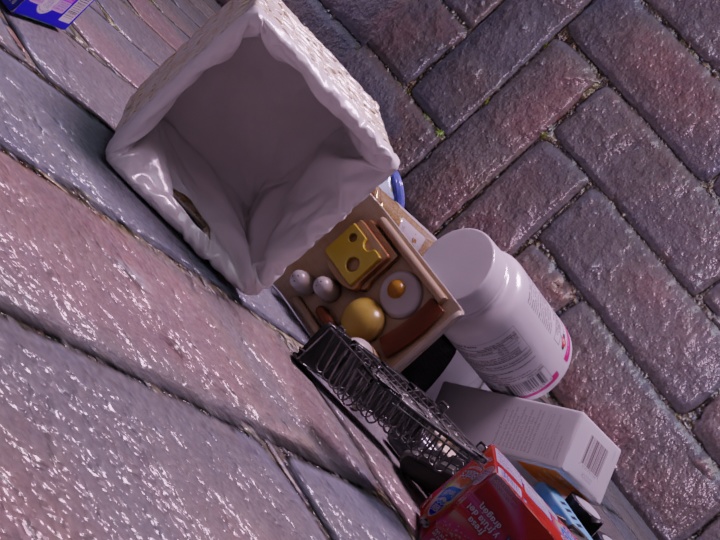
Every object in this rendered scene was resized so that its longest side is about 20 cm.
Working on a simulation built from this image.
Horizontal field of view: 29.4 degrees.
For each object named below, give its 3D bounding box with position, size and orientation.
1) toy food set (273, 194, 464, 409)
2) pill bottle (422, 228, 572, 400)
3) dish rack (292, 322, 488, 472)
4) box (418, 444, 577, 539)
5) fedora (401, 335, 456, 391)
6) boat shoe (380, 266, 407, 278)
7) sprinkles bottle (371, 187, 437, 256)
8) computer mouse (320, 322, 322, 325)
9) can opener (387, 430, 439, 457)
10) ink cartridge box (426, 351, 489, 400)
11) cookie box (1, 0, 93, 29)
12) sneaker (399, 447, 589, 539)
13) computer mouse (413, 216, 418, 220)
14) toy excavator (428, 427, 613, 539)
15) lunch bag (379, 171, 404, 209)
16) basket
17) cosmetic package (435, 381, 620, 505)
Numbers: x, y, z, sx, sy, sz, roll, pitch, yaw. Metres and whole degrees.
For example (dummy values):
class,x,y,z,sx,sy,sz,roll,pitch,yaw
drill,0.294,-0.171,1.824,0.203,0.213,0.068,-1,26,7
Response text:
class,x,y,z,sx,sy,sz,roll,pitch,yaw
toy food set,-0.003,0.023,1.386,0.201,0.143,0.060,53,10,30
pill bottle,0.147,0.049,1.510,0.200,0.113,0.114,49,4,-43
dish rack,0.029,0.120,1.227,0.153,0.055,0.200,36,1,-20
box,0.148,0.266,1.208,0.200,0.095,0.100,48,8,-4
fedora,0.051,0.079,1.556,0.202,0.091,0.201,55,2,-3
boat shoe,0.000,0.000,1.496,0.200,0.071,0.069,-150,-128,-61
sprinkles bottle,0.050,-0.026,1.575,0.200,0.068,0.068,40,10,-38
computer mouse,-0.044,0.012,1.490,0.202,0.034,0.059,66,4,29
can opener,0.113,0.220,1.362,0.201,0.067,0.053,51,6,8
ink cartridge box,0.103,0.083,1.732,0.083,0.146,0.200,44,8,-27
cookie box,-0.365,-0.350,1.386,0.200,0.075,0.171,50,7,1
sneaker,0.116,0.238,1.295,0.199,0.080,0.075,30,7,14
computer mouse,0.031,0.001,1.796,0.053,0.138,0.201,45,11,-27
toy excavator,0.161,0.254,1.436,0.199,0.100,0.195,34,12,-34
lunch bag,-0.004,-0.052,1.672,0.161,0.081,0.202,-124,-148,-57
basket,-0.100,-0.127,1.275,0.198,0.200,0.161,45,14,-20
cosmetic package,0.179,0.193,1.544,0.199,0.072,0.101,9,-24,44
